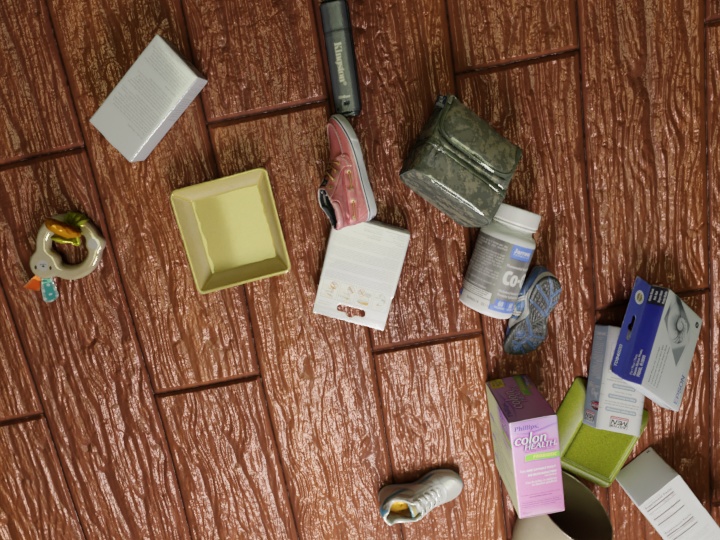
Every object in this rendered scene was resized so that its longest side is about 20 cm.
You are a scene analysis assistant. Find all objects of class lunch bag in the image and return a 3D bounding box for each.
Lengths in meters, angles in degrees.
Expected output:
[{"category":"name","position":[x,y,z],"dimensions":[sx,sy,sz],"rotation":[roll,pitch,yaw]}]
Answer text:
[{"category":"lunch bag","position":[0.186,-0.202,0.969],"dimensions":[0.196,0.139,0.172],"rotation":[31,85,-9]}]

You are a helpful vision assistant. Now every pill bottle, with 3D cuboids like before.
[{"category":"pill bottle","position":[0.272,-0.023,1.017],"dimensions":[0.109,0.114,0.207],"rotation":[15,103,-5]}]

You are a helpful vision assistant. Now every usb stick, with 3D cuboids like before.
[{"category":"usb stick","position":[-0.035,-0.390,0.968],"dimensions":[0.053,0.033,0.208],"rotation":[-8,103,0]}]

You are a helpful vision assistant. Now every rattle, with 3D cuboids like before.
[{"category":"rattle","position":[-0.588,-0.010,0.994],"dimensions":[0.198,0.143,0.131],"rotation":[-40,120,2]}]

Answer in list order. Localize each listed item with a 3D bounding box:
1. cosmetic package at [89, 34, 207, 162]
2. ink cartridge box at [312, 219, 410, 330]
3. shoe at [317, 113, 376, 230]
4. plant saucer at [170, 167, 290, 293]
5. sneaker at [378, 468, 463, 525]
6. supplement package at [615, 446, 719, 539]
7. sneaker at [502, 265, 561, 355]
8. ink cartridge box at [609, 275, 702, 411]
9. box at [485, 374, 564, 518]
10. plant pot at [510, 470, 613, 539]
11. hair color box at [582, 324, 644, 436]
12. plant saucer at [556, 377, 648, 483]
[{"category":"cosmetic package","position":[-0.384,-0.310,0.959],"dimensions":[0.101,0.071,0.200],"rotation":[43,98,-10]},{"category":"ink cartridge box","position":[0.000,0.000,1.053],"dimensions":[0.155,0.050,0.207],"rotation":[14,105,-4]},{"category":"shoe","position":[-0.042,-0.181,0.973],"dimensions":[0.089,0.071,0.207],"rotation":[-21,96,-25]},{"category":"plant saucer","position":[-0.248,-0.078,1.027],"dimensions":[0.192,0.049,0.208],"rotation":[-13,102,2]},{"category":"sneaker","position":[0.135,0.503,1.151],"dimensions":[0.193,0.081,0.079],"rotation":[-19,101,2]},{"category":"supplement package","position":[0.675,0.516,1.148],"dimensions":[0.109,0.114,0.201],"rotation":[-40,100,7]},{"category":"sneaker","position":[0.345,0.085,1.068],"dimensions":[0.073,0.078,0.205],"rotation":[14,120,-7]},{"category":"ink cartridge box","position":[0.588,0.145,1.036],"dimensions":[0.196,0.040,0.206],"rotation":[29,78,-25]},{"category":"box","position":[0.332,0.351,1.071],"dimensions":[0.093,0.176,0.208],"rotation":[-10,103,2]},{"category":"plant pot","position":[0.408,0.575,1.136],"dimensions":[0.181,0.189,0.205],"rotation":[21,115,-6]},{"category":"hair color box","position":[0.526,0.223,1.078],"dimensions":[0.095,0.061,0.209],"rotation":[10,85,-3]},{"category":"plant saucer","position":[0.514,0.368,1.145],"dimensions":[0.194,0.048,0.206],"rotation":[24,102,-6]}]
